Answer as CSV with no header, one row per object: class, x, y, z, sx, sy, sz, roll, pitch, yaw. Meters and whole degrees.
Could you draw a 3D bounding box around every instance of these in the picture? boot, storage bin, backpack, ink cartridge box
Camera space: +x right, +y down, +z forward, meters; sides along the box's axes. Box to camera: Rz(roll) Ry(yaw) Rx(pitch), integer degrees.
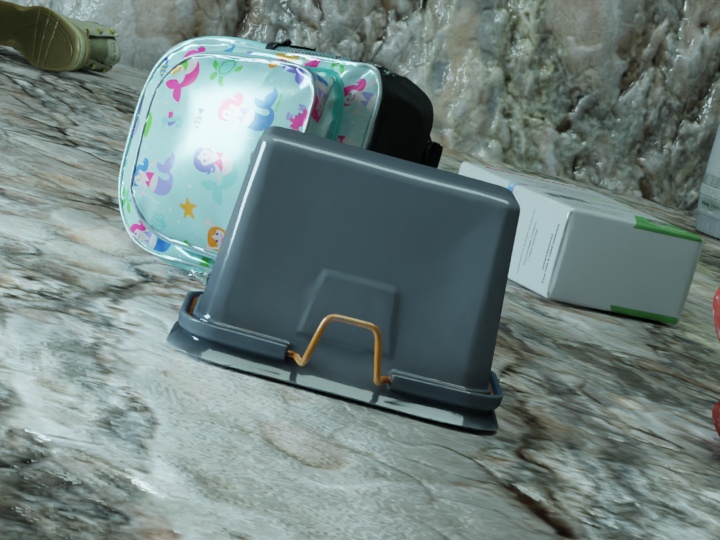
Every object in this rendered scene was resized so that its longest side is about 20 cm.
boot,-0.354,-0.280,2.919,0.155,0.072,0.200,11,8,-43
storage bin,0.000,0.000,1.383,0.200,0.134,0.146,14,8,-1
backpack,-0.072,-0.072,1.607,0.200,0.178,0.151,16,2,38
ink cartridge box,0.184,-0.026,2.100,0.145,0.084,0.200,11,9,-29

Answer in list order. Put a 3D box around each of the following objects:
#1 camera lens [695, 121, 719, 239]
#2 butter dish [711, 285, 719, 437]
camera lens,0.535,-0.131,3.088,0.160,0.200,0.160,15,8,-2
butter dish,0.289,0.067,1.489,0.199,0.148,0.200,59,-5,-17
